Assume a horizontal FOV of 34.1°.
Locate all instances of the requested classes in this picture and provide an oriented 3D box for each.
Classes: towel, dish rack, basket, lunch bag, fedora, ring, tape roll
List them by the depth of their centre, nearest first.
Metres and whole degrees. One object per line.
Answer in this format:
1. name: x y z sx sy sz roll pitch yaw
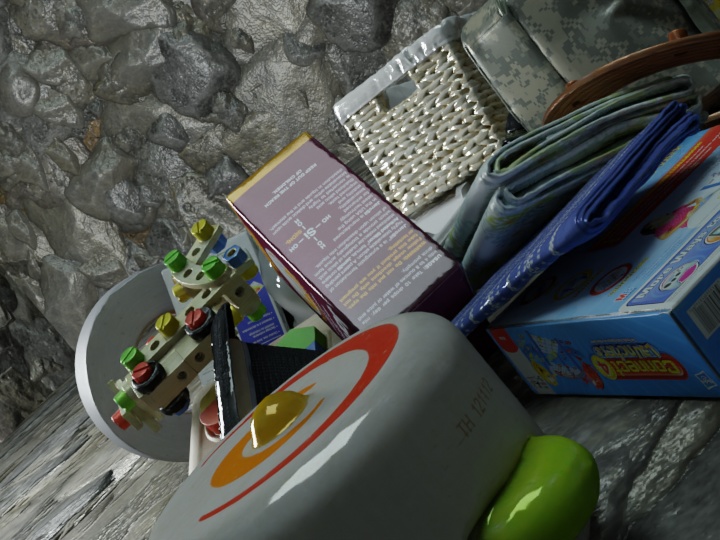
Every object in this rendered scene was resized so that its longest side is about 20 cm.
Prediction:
1. towel: 0.117 -0.013 0.719 0.145 0.024 0.200 -43 -4 -38
2. fedora: -0.049 0.114 0.794 0.091 0.202 0.201 -6 6 -8
3. towel: 0.145 -0.059 0.844 0.171 0.048 0.200 -25 -16 -13
4. ring: 0.228 -0.129 0.844 0.199 0.019 0.200 -9 -15 -2
5. lunch bag: 0.214 -0.190 0.991 0.139 0.200 0.168 -33 -4 -39
6. tape roll: -0.186 0.094 1.198 0.200 0.201 0.066 -42 11 -21
7. dish rack: 0.063 -0.025 1.293 0.171 0.044 0.200 -32 11 39
8. basket: 0.115 -0.187 1.364 0.198 0.161 0.200 -31 -4 42

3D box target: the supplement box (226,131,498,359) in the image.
1. supplement box: 0.000 0.000 0.878 0.086 0.110 0.200 -41 50 -8

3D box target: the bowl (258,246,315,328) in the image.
1. bowl: -0.009 0.016 1.079 0.201 0.200 0.091 -127 47 -81

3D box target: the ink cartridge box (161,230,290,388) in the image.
1. ink cartridge box: -0.113 0.068 1.118 0.094 0.201 0.037 -25 -25 3

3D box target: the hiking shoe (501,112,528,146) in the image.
1. hiking shoe: 0.152 -0.092 1.073 0.200 0.101 0.076 -43 9 -24

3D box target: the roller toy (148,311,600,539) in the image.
1. roller toy: -0.003 0.115 0.546 0.200 0.140 0.182 -40 8 -2

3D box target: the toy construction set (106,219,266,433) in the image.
1. toy construction set: -0.161 0.059 1.026 0.200 0.092 0.131 -57 36 3

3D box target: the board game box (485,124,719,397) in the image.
1. board game box: 0.194 -0.014 0.664 0.200 0.056 0.196 -42 9 -18

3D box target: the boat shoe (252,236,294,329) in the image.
1. boat shoe: -0.069 0.011 1.210 0.060 0.202 0.072 -15 39 -10

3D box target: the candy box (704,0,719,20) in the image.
1. candy box: 0.270 -0.189 1.071 0.026 0.103 0.200 -23 -2 -35

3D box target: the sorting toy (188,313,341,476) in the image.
1. sorting toy: -0.077 0.120 0.945 0.200 0.036 0.186 -38 32 22
